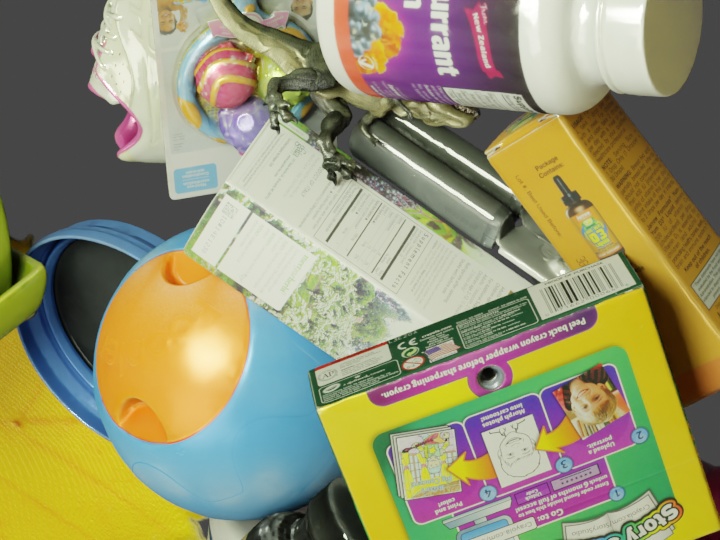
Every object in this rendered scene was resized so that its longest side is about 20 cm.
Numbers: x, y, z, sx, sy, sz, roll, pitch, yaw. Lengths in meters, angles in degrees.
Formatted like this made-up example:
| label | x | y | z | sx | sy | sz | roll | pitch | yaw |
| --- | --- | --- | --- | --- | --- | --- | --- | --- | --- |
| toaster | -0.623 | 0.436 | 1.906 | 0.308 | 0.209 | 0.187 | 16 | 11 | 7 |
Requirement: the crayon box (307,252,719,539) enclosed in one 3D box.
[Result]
| label | x | y | z | sx | sy | sz | roll | pitch | yaw |
| --- | --- | --- | --- | --- | --- | --- | --- | --- | --- |
| crayon box | 0.092 | 0.107 | 1.167 | 0.200 | 0.058 | 0.173 | -20 | 114 | 1 |

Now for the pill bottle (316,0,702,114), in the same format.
| label | x | y | z | sx | sy | sz | roll | pitch | yaw |
| --- | --- | --- | --- | --- | --- | --- | --- | --- | --- |
| pill bottle | 0.085 | -0.146 | 1.117 | 0.200 | 0.111 | 0.112 | 8 | 126 | 31 |

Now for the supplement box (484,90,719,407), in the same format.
| label | x | y | z | sx | sy | sz | roll | pitch | yaw |
| --- | --- | --- | --- | --- | --- | --- | --- | --- | --- |
| supplement box | 0.165 | -0.018 | 1.187 | 0.066 | 0.069 | 0.200 | -30 | 103 | 44 |

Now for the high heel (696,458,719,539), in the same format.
| label | x | y | z | sx | sy | sz | roll | pitch | yaw |
| --- | --- | --- | --- | --- | --- | --- | --- | --- | --- |
| high heel | 0.198 | 0.205 | 1.323 | 0.096 | 0.067 | 0.200 | 37 | 133 | 20 |

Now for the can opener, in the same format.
| label | x | y | z | sx | sy | sz | roll | pitch | yaw |
| --- | --- | --- | --- | --- | --- | --- | --- | --- | --- |
| can opener | 0.080 | -0.030 | 1.248 | 0.200 | 0.053 | 0.067 | 35 | 142 | 13 |

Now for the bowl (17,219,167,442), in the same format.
| label | x | y | z | sx | sy | sz | roll | pitch | yaw |
| --- | --- | --- | --- | --- | --- | --- | --- | --- | --- |
| bowl | -0.173 | 0.051 | 1.498 | 0.200 | 0.039 | 0.201 | 19 | 131 | 24 |

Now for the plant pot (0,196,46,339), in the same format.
| label | x | y | z | sx | sy | sz | roll | pitch | yaw |
| --- | --- | --- | --- | --- | --- | --- | --- | --- | --- |
| plant pot | -0.355 | -0.012 | 1.442 | 0.182 | 0.200 | 0.199 | 58 | 161 | -24 |

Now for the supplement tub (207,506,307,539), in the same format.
| label | x | y | z | sx | sy | sz | roll | pitch | yaw |
| --- | --- | --- | --- | --- | --- | --- | --- | --- | --- |
| supplement tub | -0.047 | 0.242 | 1.474 | 0.145 | 0.145 | 0.200 | 26 | 133 | 18 |

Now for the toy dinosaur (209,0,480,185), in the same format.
| label | x | y | z | sx | sy | sz | roll | pitch | yaw |
| --- | --- | --- | --- | --- | --- | --- | --- | --- | --- |
| toy dinosaur | -0.023 | -0.110 | 1.196 | 0.200 | 0.088 | 0.047 | 26 | 144 | -21 |

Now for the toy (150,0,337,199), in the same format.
| label | x | y | z | sx | sy | sz | roll | pitch | yaw |
| --- | --- | --- | --- | --- | --- | --- | --- | --- | --- |
| toy | -0.069 | -0.129 | 1.242 | 0.115 | 0.047 | 0.200 | -9 | 123 | -10 |

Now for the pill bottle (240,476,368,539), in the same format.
| label | x | y | z | sx | sy | sz | roll | pitch | yaw |
| --- | --- | --- | --- | --- | --- | --- | --- | --- | --- |
| pill bottle | -0.054 | 0.229 | 1.285 | 0.112 | 0.112 | 0.200 | 45 | 110 | -1 |

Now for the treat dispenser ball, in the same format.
| label | x | y | z | sx | sy | sz | roll | pitch | yaw |
| --- | --- | --- | --- | --- | --- | --- | --- | --- | --- |
| treat dispenser ball | -0.079 | 0.066 | 1.327 | 0.201 | 0.201 | 0.201 | 19 | 130 | 24 |

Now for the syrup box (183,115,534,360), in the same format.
| label | x | y | z | sx | sy | sz | roll | pitch | yaw |
| --- | --- | --- | --- | --- | --- | --- | --- | --- | --- |
| syrup box | 0.000 | 0.000 | 1.228 | 0.200 | 0.081 | 0.079 | 34 | 138 | -2 |

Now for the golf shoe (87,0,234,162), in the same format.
| label | x | y | z | sx | sy | sz | roll | pitch | yaw |
| --- | --- | --- | --- | --- | --- | --- | --- | --- | --- |
| golf shoe | -0.140 | -0.155 | 1.279 | 0.091 | 0.075 | 0.200 | -14 | 117 | -1 |
